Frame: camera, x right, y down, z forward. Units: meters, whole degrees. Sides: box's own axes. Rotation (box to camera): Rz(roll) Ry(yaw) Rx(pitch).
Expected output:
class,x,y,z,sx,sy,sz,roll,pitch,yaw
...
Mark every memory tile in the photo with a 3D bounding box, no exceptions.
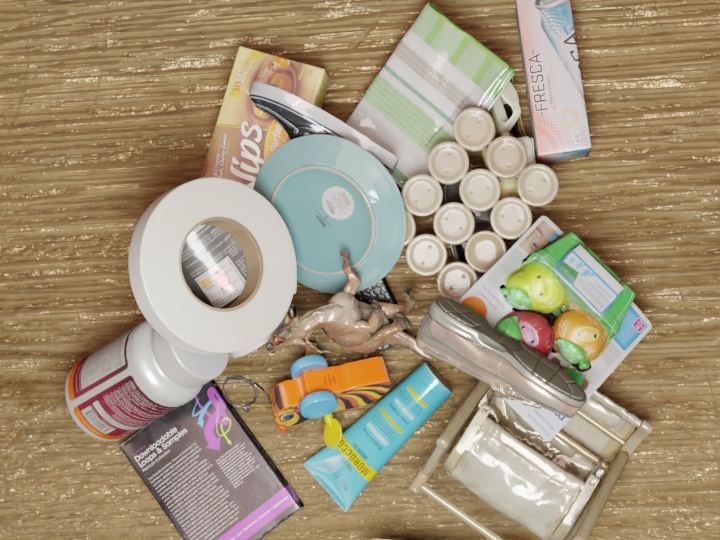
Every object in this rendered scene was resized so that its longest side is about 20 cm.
class,x,y,z,sx,sy,sz,roll,pitch,yaw
memory tile,0.126,-0.075,1.547,0.153,0.017,0.200,40,95,2

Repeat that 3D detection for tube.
class,x,y,z,sx,sy,sz,roll,pitch,yaw
tube,0.025,0.198,1.594,0.200,0.050,0.078,-45,75,7

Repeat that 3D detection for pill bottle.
class,x,y,z,sx,sy,sz,roll,pitch,yaw
pill bottle,-0.254,0.122,1.556,0.199,0.109,0.110,-29,82,36
pill bottle,-0.174,-0.002,1.572,0.116,0.116,0.201,-33,103,3

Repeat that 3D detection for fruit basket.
class,x,y,z,sx,sy,sz,roll,pitch,yaw
fruit basket,0.213,0.061,1.489,0.185,0.094,0.200,46,64,5

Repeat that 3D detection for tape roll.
class,x,y,z,sx,sy,sz,roll,pitch,yaw
tape roll,-0.165,-0.005,1.487,0.201,0.037,0.205,6,79,-32

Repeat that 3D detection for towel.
class,x,y,z,sx,sy,sz,roll,pitch,yaw
towel,0.076,-0.203,1.585,0.149,0.031,0.201,40,108,18

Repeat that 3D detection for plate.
class,x,y,z,sx,sy,sz,roll,pitch,yaw
plate,-0.043,-0.062,1.551,0.198,0.026,0.202,8,114,19

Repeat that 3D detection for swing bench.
class,x,y,z,sx,sy,sz,roll,pitch,yaw
swing bench,0.198,0.214,1.517,0.198,0.130,0.200,35,53,9

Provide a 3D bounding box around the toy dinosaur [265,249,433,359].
class,x,y,z,sx,sy,sz,roll,pitch,yaw
toy dinosaur,-0.013,0.068,1.555,0.136,0.199,0.086,-45,38,27

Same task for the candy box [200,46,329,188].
class,x,y,z,sx,sy,sz,roll,pitch,yaw
candy box,-0.121,-0.165,1.628,0.114,0.055,0.202,16,88,7

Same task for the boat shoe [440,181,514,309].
class,x,y,z,sx,sy,sz,roll,pitch,yaw
boat shoe,0.143,-0.030,1.587,0.066,0.057,0.202,-17,84,5

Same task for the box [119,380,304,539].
class,x,y,z,sx,sy,sz,roll,pitch,yaw
box,-0.184,0.254,1.617,0.143,0.036,0.201,-37,84,2

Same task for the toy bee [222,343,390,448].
class,x,y,z,sx,sy,sz,roll,pitch,yaw
toy bee,-0.068,0.149,1.590,0.198,0.109,0.132,12,56,-5

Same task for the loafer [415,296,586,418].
class,x,y,z,sx,sy,sz,roll,pitch,yaw
loafer,0.151,0.105,1.429,0.199,0.072,0.063,34,113,12

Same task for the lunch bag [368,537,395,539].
class,x,y,z,sx,sy,sz,roll,pitch,yaw
lunch bag,0.101,0.411,1.505,0.198,0.118,0.165,3,120,6

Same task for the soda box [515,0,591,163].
class,x,y,z,sx,sy,sz,roll,pitch,yaw
soda box,0.234,-0.235,1.589,0.068,0.064,0.202,-8,86,6

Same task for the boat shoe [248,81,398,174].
class,x,y,z,sx,sy,sz,roll,pitch,yaw
boat shoe,-0.054,-0.155,1.566,0.199,0.072,0.068,30,89,-6

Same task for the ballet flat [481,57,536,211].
class,x,y,z,sx,sy,sz,roll,pitch,yaw
ballet flat,0.177,-0.166,1.582,0.070,0.071,0.202,-17,82,5

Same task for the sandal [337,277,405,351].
class,x,y,z,sx,sy,sz,roll,pitch,yaw
sandal,-0.001,0.001,1.612,0.075,0.048,0.202,-16,97,8
